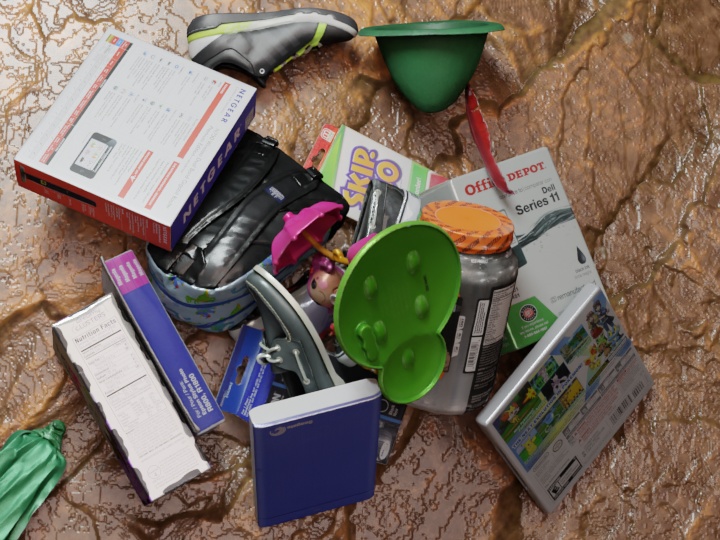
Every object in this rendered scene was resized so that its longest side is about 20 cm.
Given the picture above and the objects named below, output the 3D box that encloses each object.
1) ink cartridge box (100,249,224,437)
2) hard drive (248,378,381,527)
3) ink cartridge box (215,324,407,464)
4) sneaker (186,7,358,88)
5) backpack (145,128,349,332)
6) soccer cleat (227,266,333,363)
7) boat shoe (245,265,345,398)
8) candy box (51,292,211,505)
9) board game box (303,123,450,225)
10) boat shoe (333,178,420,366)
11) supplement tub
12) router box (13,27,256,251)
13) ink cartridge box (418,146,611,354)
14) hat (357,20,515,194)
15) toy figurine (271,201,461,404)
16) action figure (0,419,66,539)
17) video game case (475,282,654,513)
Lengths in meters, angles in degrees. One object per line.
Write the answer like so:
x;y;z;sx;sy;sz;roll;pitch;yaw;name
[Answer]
-0.202;0.078;1.439;0.043;0.200;0.197;-29;87;-14;ink cartridge box
-0.047;0.192;1.455;0.132;0.200;0.025;-13;53;-13;hard drive
-0.048;0.134;1.510;0.200;0.039;0.100;18;92;-19;ink cartridge box
-0.101;-0.246;1.591;0.199;0.072;0.083;-4;88;-4;sneaker
-0.138;-0.031;1.500;0.163;0.154;0.200;34;46;12;backpack
-0.048;0.040;1.551;0.200;0.068;0.073;-31;106;-15;soccer cleat
-0.071;0.088;1.438;0.062;0.073;0.200;-34;113;-13;boat shoe
-0.237;0.136;1.439;0.071;0.168;0.200;-30;86;-15;candy box
0.030;-0.086;1.603;0.200;0.030;0.096;26;76;-3;board game box
0.001;0.000;1.489;0.068;0.074;0.200;23;83;-18;boat shoe
0.093;0.037;1.459;0.122;0.123;0.201;5;113;-10;supplement tub
-0.230;-0.139;1.463;0.179;0.049;0.200;24;59;8;router box
0.169;-0.021;1.565;0.146;0.083;0.200;-21;87;-29;ink cartridge box
0.083;-0.185;1.578;0.165;0.200;0.177;-2;103;3;hat
-0.010;0.012;1.400;0.150;0.184;0.200;-31;128;-24;toy figurine
-0.372;0.234;1.455;0.118;0.055;0.200;40;69;0;action figure
0.228;0.142;1.545;0.200;0.022;0.182;-48;131;-14;video game case
